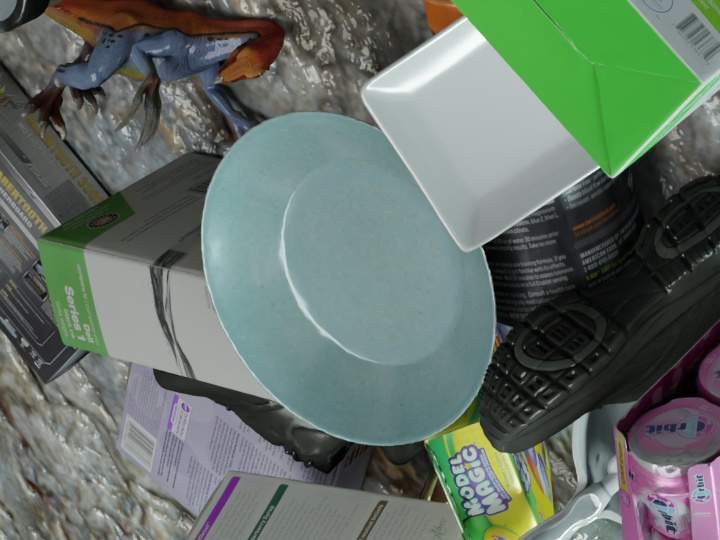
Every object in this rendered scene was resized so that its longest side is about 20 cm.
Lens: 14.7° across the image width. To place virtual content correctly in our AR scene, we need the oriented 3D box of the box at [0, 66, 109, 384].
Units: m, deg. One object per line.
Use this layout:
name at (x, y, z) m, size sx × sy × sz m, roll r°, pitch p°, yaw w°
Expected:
box at (-0.244, -0.034, 1.986) m, size 0.200 × 0.048 × 0.158 m, roll 50°, pitch 143°, yaw 2°

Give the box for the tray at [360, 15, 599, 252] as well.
tray at (0.108, -0.108, 1.464) m, size 0.108 × 0.199 × 0.022 m, roll 56°, pitch -178°, yaw -7°

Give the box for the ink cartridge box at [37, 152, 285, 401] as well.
ink cartridge box at (-0.080, 0.001, 1.755) m, size 0.199 × 0.146 × 0.085 m, roll 14°, pitch 124°, yaw 41°

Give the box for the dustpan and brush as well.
dustpan and brush at (0.153, 0.112, 1.577) m, size 0.200 × 0.057 × 0.140 m, roll -40°, pitch 90°, yaw 12°

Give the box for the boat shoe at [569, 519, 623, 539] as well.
boat shoe at (0.127, 0.213, 1.792) m, size 0.072 × 0.070 × 0.201 m, roll 54°, pitch 141°, yaw 14°

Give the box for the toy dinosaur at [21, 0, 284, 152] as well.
toy dinosaur at (-0.131, -0.141, 1.751) m, size 0.181 × 0.105 × 0.201 m, roll -28°, pitch 87°, yaw 33°

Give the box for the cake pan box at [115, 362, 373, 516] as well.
cake pan box at (-0.081, 0.114, 1.938) m, size 0.184 × 0.052 × 0.201 m, roll 39°, pitch 142°, yaw 20°

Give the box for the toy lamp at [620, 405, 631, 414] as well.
toy lamp at (0.210, 0.155, 1.658) m, size 0.058 × 0.058 × 0.201 m, roll -7°, pitch 112°, yaw 49°

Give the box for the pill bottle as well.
pill bottle at (0.092, -0.077, 1.544) m, size 0.106 × 0.106 × 0.201 m, roll 10°, pitch 127°, yaw 42°

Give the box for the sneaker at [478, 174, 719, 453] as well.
sneaker at (0.155, 0.040, 1.517) m, size 0.091 × 0.200 × 0.076 m, roll 51°, pitch -178°, yaw -35°

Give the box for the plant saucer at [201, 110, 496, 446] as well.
plant saucer at (0.000, 0.000, 1.580) m, size 0.200 × 0.039 × 0.202 m, roll 16°, pitch 120°, yaw 30°

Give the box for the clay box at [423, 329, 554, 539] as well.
clay box at (0.078, 0.112, 1.658) m, size 0.047 × 0.200 × 0.115 m, roll -20°, pitch 110°, yaw 8°

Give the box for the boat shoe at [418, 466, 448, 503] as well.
boat shoe at (0.066, 0.211, 1.852) m, size 0.067 × 0.072 × 0.201 m, roll 13°, pitch 129°, yaw 17°

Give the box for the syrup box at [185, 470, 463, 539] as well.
syrup box at (-0.010, 0.190, 1.766) m, size 0.199 × 0.082 × 0.079 m, roll 6°, pitch 140°, yaw 36°

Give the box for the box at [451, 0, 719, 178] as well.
box at (0.128, -0.181, 1.358) m, size 0.200 × 0.176 × 0.097 m, roll 48°, pitch 141°, yaw 4°

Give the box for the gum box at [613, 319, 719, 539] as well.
gum box at (0.212, 0.087, 1.473) m, size 0.066 × 0.200 × 0.114 m, roll 19°, pitch 134°, yaw 35°

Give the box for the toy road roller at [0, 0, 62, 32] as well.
toy road roller at (-0.216, -0.257, 1.716) m, size 0.200 × 0.123 × 0.146 m, roll 40°, pitch 128°, yaw 14°

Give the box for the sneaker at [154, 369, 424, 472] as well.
sneaker at (-0.046, 0.084, 1.798) m, size 0.199 × 0.076 × 0.091 m, roll 5°, pitch 110°, yaw 29°
